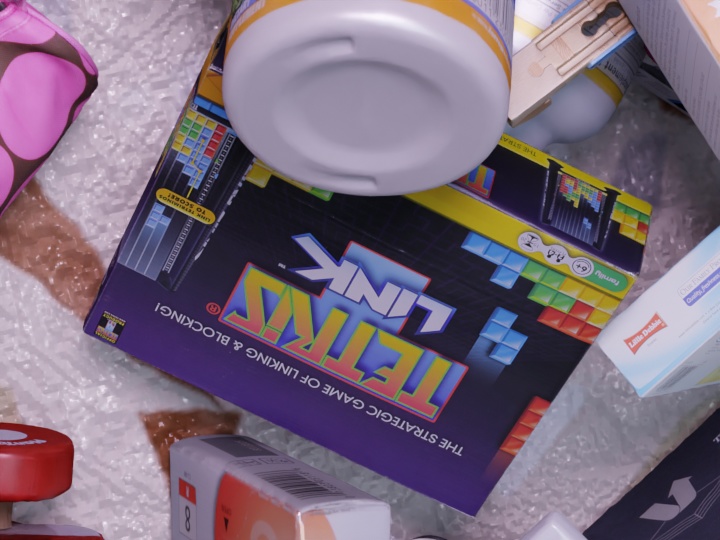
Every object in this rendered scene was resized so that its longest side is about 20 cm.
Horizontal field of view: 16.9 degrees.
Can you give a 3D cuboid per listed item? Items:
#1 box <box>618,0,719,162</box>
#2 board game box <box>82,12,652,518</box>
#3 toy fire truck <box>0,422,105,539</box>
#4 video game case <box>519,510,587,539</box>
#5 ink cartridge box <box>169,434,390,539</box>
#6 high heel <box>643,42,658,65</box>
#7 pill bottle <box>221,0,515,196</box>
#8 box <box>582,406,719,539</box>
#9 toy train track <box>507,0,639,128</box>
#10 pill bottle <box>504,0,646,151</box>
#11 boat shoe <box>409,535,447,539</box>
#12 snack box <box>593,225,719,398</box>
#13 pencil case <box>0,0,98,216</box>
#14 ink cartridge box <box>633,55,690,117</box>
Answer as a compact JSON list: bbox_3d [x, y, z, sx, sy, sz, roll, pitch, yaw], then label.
[{"bbox_3d":[0.161,-0.145,0.967,0.124,0.098,0.201,-29,74,-3],"label":"box"},{"bbox_3d":[0.000,0.000,1.048,0.199,0.057,0.166,25,128,-5],"label":"board game box"},{"bbox_3d":[-0.190,0.130,1.013,0.199,0.168,0.113,4,96,-18],"label":"toy fire truck"},{"bbox_3d":[0.094,0.241,1.113,0.200,0.023,0.182,45,104,-3],"label":"video game case"},{"bbox_3d":[-0.041,0.184,1.071,0.050,0.162,0.201,1,96,-24],"label":"ink cartridge box"},{"bbox_3d":[0.201,-0.087,1.132,0.095,0.200,0.068,11,95,22],"label":"high heel"},{"bbox_3d":[0.009,-0.140,0.964,0.111,0.112,0.201,19,53,-19],"label":"pill bottle"},{"bbox_3d":[0.240,0.120,1.131,0.196,0.200,0.118,-41,108,-8],"label":"box"},{"bbox_3d":[0.136,-0.128,1.033,0.200,0.033,0.115,-38,76,-5],"label":"toy train track"},{"bbox_3d":[0.083,-0.129,1.096,0.112,0.112,0.201,30,88,-19],"label":"pill bottle"},{"bbox_3d":[0.060,0.215,1.161,0.074,0.060,0.201,-16,99,29],"label":"boat shoe"},{"bbox_3d":[0.189,0.003,1.094,0.116,0.200,0.037,-43,74,19],"label":"snack box"},{"bbox_3d":[-0.197,-0.032,1.017,0.090,0.094,0.201,32,76,0],"label":"pencil case"},{"bbox_3d":[0.199,-0.168,1.167,0.099,0.039,0.201,29,87,-18],"label":"ink cartridge box"}]
